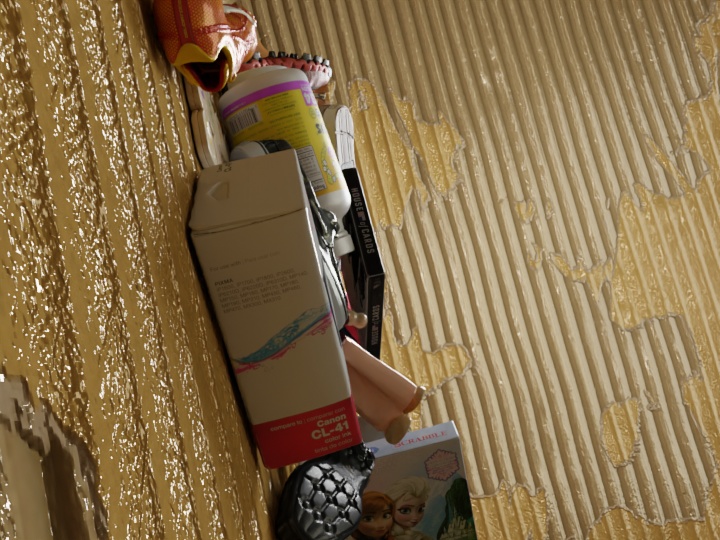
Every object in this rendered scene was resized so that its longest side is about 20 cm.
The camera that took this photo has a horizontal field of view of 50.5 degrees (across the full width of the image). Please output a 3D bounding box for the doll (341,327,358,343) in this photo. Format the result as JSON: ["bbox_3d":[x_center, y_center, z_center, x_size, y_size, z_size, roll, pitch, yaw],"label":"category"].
[{"bbox_3d":[-0.046,0.107,0.901,0.048,0.135,0.203,-22,-112,47],"label":"doll"}]

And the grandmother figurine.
[{"bbox_3d":[-0.027,0.082,0.766,0.061,0.199,0.122,-44,-169,41],"label":"grandmother figurine"}]

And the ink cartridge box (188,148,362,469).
[{"bbox_3d":[-0.064,0.026,0.600,0.148,0.084,0.202,-108,-173,-64],"label":"ink cartridge box"}]

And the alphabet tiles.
[{"bbox_3d":[-0.136,-0.105,0.742,0.200,0.014,0.198,83,-6,-68],"label":"alphabet tiles"}]

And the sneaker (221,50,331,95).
[{"bbox_3d":[-0.118,-0.255,1.064,0.070,0.199,0.099,14,-68,39],"label":"sneaker"}]

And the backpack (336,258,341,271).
[{"bbox_3d":[-0.091,-0.089,1.115,0.163,0.153,0.202,-11,-71,61],"label":"backpack"}]

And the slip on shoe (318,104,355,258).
[{"bbox_3d":[-0.043,-0.118,1.023,0.076,0.060,0.203,-31,119,-60],"label":"slip on shoe"}]

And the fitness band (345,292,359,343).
[{"bbox_3d":[-0.044,0.090,0.985,0.201,0.037,0.145,53,39,-29],"label":"fitness band"}]

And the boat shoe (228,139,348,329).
[{"bbox_3d":[-0.052,-0.040,0.728,0.072,0.070,0.202,-28,-94,58],"label":"boat shoe"}]

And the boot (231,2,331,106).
[{"bbox_3d":[-0.121,-0.297,1.140,0.076,0.153,0.203,-24,-104,60],"label":"boot"}]

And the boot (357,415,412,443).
[{"bbox_3d":[0.011,0.277,1.009,0.072,0.152,0.203,-113,-170,-74],"label":"boot"}]

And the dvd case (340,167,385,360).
[{"bbox_3d":[0.000,0.000,0.916,0.201,0.024,0.152,90,-12,-57],"label":"dvd case"}]

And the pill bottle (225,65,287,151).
[{"bbox_3d":[-0.106,-0.144,0.956,0.112,0.110,0.203,-176,-107,-87],"label":"pill bottle"}]

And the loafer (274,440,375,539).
[{"bbox_3d":[-0.035,0.201,0.668,0.068,0.070,0.200,45,12,3],"label":"loafer"}]

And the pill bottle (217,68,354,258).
[{"bbox_3d":[-0.073,-0.104,0.820,0.104,0.103,0.203,-156,-134,-87],"label":"pill bottle"}]

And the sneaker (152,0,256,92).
[{"bbox_3d":[-0.127,-0.183,0.625,0.200,0.072,0.078,-63,148,-80],"label":"sneaker"}]

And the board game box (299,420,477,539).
[{"bbox_3d":[0.041,0.305,0.953,0.041,0.197,0.202,-110,-174,-70],"label":"board game box"}]
